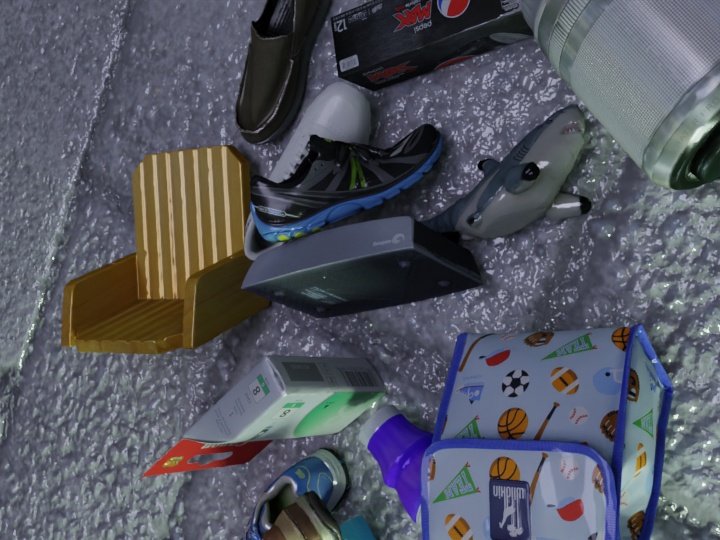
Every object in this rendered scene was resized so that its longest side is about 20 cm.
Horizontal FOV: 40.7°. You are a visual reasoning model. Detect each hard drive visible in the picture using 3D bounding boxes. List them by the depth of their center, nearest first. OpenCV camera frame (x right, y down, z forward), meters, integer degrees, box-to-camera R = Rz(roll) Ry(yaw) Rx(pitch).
[{"bbox_3d":[0.000,0.000,0.914,0.198,0.134,0.043,-13,66,36],"label":"hard drive"}]

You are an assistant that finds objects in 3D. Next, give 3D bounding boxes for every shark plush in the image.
[{"bbox_3d":[0.129,-0.070,0.892,0.200,0.090,0.084,-40,45,46],"label":"shark plush"}]

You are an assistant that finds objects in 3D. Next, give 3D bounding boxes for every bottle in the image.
[{"bbox_3d":[0.078,0.208,0.882,0.200,0.065,0.084,45,154,27],"label":"bottle"}]

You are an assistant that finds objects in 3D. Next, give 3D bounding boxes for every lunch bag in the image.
[{"bbox_3d":[0.145,0.150,0.770,0.168,0.124,0.202,-5,52,36],"label":"lunch bag"}]

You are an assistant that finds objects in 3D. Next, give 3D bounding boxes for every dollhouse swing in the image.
[{"bbox_3d":[-0.220,-0.027,1.046,0.198,0.181,0.178,-1,108,34],"label":"dollhouse swing"}]

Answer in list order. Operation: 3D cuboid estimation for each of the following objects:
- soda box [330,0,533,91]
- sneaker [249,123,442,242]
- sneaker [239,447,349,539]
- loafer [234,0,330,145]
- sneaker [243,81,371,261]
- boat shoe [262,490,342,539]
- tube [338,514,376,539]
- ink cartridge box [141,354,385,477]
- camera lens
[{"bbox_3d":[0.072,-0.231,0.909,0.198,0.070,0.064,-13,80,32],"label":"soda box"},{"bbox_3d":[-0.012,-0.095,0.906,0.198,0.071,0.084,-24,97,-10],"label":"sneaker"},{"bbox_3d":[-0.091,0.265,0.993,0.076,0.077,0.201,38,109,27],"label":"sneaker"},{"bbox_3d":[-0.094,-0.232,1.020,0.075,0.069,0.202,24,101,32],"label":"loafer"},{"bbox_3d":[-0.053,-0.094,0.969,0.076,0.081,0.201,31,113,2],"label":"sneaker"},{"bbox_3d":[-0.060,0.289,0.923,0.076,0.073,0.202,42,148,40],"label":"boat shoe"},{"bbox_3d":[0.031,0.334,0.927,0.201,0.050,0.078,58,146,19],"label":"tube"},{"bbox_3d":[-0.093,0.158,0.949,0.200,0.160,0.050,-45,62,23],"label":"ink cartridge box"},{"bbox_3d":[0.239,-0.176,0.744,0.160,0.159,0.201,-45,65,23],"label":"camera lens"}]
